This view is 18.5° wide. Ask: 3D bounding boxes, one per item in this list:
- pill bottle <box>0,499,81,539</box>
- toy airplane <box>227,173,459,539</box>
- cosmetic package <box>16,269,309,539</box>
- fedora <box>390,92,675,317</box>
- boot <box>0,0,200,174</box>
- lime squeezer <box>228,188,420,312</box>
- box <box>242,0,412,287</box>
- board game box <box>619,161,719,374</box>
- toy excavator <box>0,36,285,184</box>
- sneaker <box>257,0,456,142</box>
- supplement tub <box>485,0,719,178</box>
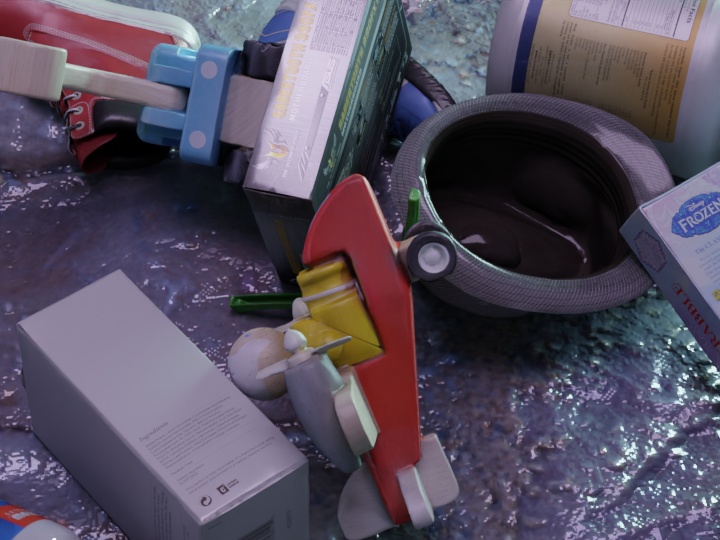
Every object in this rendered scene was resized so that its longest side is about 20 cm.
[{"bbox_3d":[-0.227,0.186,1.286,0.199,0.113,0.112,19,49,16],"label":"pill bottle"},{"bbox_3d":[-0.010,0.068,1.351,0.140,0.200,0.200,-2,53,-1],"label":"toy airplane"},{"bbox_3d":[-0.123,0.107,1.367,0.085,0.108,0.200,-29,54,-25],"label":"cosmetic package"},{"bbox_3d":[0.109,-0.029,1.499,0.199,0.090,0.178,-3,59,-21],"label":"fedora"},{"bbox_3d":[-0.228,-0.137,1.627,0.199,0.073,0.145,10,48,4],"label":"boot"},{"bbox_3d":[0.000,0.000,1.459,0.071,0.200,0.038,44,48,-15],"label":"lime squeezer"},{"bbox_3d":[-0.019,-0.106,1.494,0.048,0.159,0.201,11,70,13],"label":"box"},{"bbox_3d":[0.305,0.003,1.463,0.199,0.041,0.200,-28,78,-26],"label":"board game box"},{"bbox_3d":[-0.138,-0.120,1.530,0.199,0.100,0.194,10,5,11],"label":"toy excavator"},{"bbox_3d":[0.003,-0.130,1.632,0.200,0.076,0.077,36,80,28],"label":"sneaker"},{"bbox_3d":[0.201,-0.148,1.588,0.199,0.145,0.145,15,48,13],"label":"supplement tub"}]
